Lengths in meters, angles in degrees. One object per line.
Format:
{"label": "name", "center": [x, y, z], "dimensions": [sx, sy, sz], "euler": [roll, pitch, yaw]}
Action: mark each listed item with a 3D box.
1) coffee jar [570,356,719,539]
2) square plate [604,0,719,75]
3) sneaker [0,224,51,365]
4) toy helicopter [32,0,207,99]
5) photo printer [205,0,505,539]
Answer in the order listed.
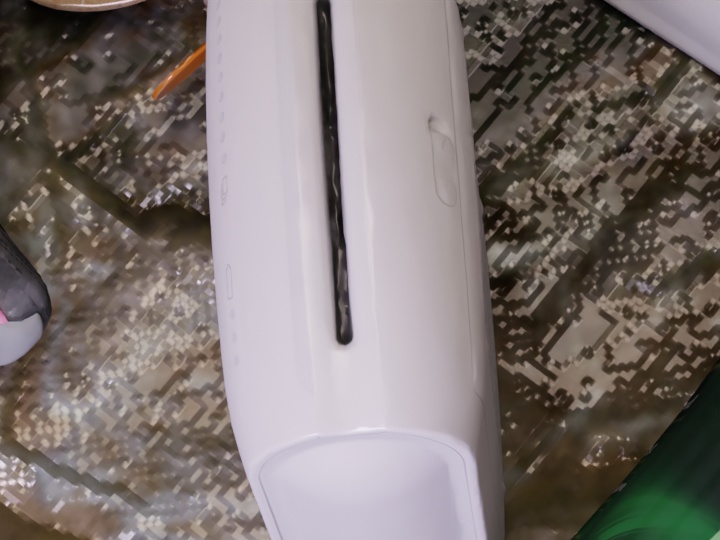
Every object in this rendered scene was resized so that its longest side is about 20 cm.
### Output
{"label": "coffee jar", "center": [0.125, 0.068, 0.848], "dimensions": [0.104, 0.085, 0.200], "euler": [33, 75, 14]}
{"label": "square plate", "center": [0.191, -0.124, 0.946], "dimensions": [0.200, 0.028, 0.198], "euler": [36, 77, 16]}
{"label": "sneaker", "center": [-0.147, -0.061, 0.934], "dimensions": [0.095, 0.079, 0.200], "euler": [-34, 71, -20]}
{"label": "toy helicopter", "center": [-0.030, -0.140, 0.942], "dimensions": [0.199, 0.079, 0.133], "euler": [-22, 92, 9]}
{"label": "photo printer", "center": [0.000, 0.000, 0.824], "dimensions": [0.069, 0.200, 0.167], "euler": [-5, 69, 3]}
